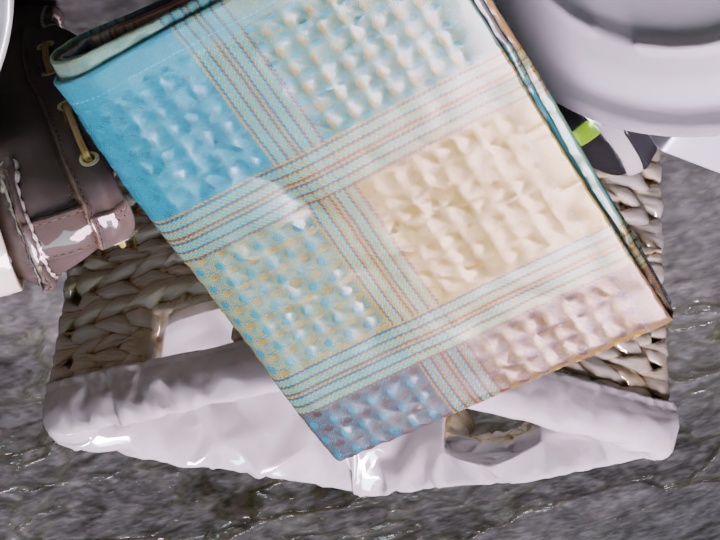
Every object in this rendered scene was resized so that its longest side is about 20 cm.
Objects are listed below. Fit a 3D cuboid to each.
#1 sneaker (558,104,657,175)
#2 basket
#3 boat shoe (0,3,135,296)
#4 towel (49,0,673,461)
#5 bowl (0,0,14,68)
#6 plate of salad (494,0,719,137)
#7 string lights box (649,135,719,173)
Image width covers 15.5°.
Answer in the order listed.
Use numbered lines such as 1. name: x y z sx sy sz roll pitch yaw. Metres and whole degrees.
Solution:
1. sneaker: 0.019 -0.075 0.989 0.200 0.072 0.083 28 104 -26
2. basket: 0.000 0.000 1.117 0.200 0.161 0.198 13 162 -41
3. boat shoe: -0.115 -0.054 0.995 0.060 0.200 0.072 -15 115 2
4. towel: 0.003 -0.028 0.914 0.147 0.022 0.200 -23 124 19
5. bowl: -0.221 -0.112 0.900 0.201 0.090 0.201 -7 132 -8
6. plate of salad: 0.115 -0.146 0.905 0.200 0.200 0.048 -25 174 24
7. string lights box: 0.164 -0.141 0.953 0.059 0.103 0.200 15 122 -42
